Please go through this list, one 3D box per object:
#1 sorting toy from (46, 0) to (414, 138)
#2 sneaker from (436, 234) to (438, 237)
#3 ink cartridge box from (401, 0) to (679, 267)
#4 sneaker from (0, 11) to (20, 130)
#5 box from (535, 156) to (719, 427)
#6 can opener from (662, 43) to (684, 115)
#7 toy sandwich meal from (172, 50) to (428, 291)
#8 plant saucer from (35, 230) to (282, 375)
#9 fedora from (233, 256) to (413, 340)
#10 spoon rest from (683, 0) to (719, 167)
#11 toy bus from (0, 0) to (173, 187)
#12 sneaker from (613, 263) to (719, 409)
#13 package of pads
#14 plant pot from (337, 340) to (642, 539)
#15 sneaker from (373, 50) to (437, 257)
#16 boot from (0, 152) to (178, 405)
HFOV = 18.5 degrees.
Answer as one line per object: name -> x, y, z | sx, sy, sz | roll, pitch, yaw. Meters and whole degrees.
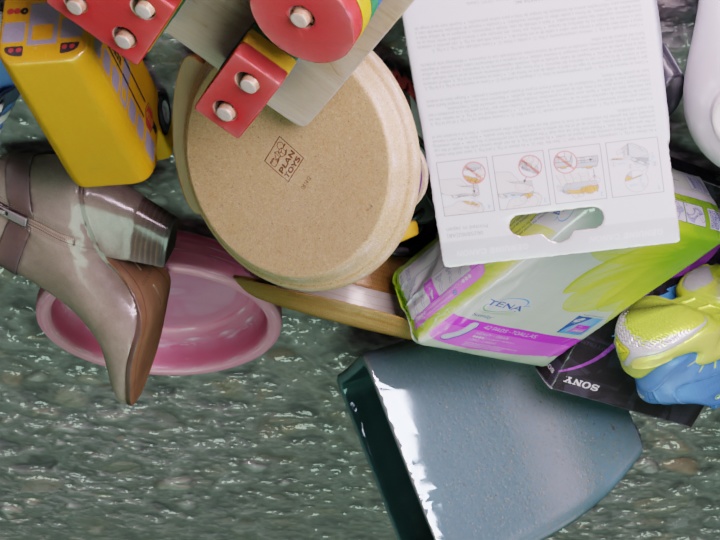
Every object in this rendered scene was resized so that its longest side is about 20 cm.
sorting toy -> -0.082, -0.178, 1.320 | 0.200, 0.070, 0.199 | 36, 144, -7
sneaker -> 0.149, 0.015, 1.725 | 0.200, 0.100, 0.078 | 15, 151, -24
ink cartridge box -> 0.116, -0.111, 1.426 | 0.162, 0.057, 0.200 | -6, 114, 12
sneaker -> -0.283, -0.074, 1.521 | 0.080, 0.147, 0.200 | 13, 150, -21
box -> 0.241, 0.019, 1.691 | 0.143, 0.036, 0.200 | 16, 115, -27
can opener -> 0.165, -0.115, 1.519 | 0.063, 0.079, 0.200 | -20, 165, -15
toy sandwich meal -> -0.038, -0.080, 1.483 | 0.205, 0.205, 0.070 | -19, -179, 33
plant saucer -> -0.163, 0.023, 1.803 | 0.200, 0.051, 0.201 | 1, 153, 1
fedora -> 0.000, 0.000, 1.688 | 0.200, 0.082, 0.201 | 14, -179, 0
spoon rest -> 0.239, -0.148, 1.396 | 0.099, 0.061, 0.200 | -11, 116, 23
toy bus -> -0.182, -0.120, 1.505 | 0.065, 0.078, 0.200 | -4, 151, 10
sneaker -> 0.284, 0.040, 1.663 | 0.200, 0.076, 0.105 | -19, 135, -8
package of pads -> 0.138, -0.011, 1.582 | 0.154, 0.068, 0.200 | 13, 139, -42
plant pot -> 0.115, 0.134, 1.831 | 0.200, 0.196, 0.196 | -21, 175, -10
sneaker -> 0.015, -0.076, 1.563 | 0.071, 0.098, 0.200 | -6, 149, 16
boot -> -0.220, 0.000, 1.681 | 0.146, 0.070, 0.200 | 17, 121, 5
